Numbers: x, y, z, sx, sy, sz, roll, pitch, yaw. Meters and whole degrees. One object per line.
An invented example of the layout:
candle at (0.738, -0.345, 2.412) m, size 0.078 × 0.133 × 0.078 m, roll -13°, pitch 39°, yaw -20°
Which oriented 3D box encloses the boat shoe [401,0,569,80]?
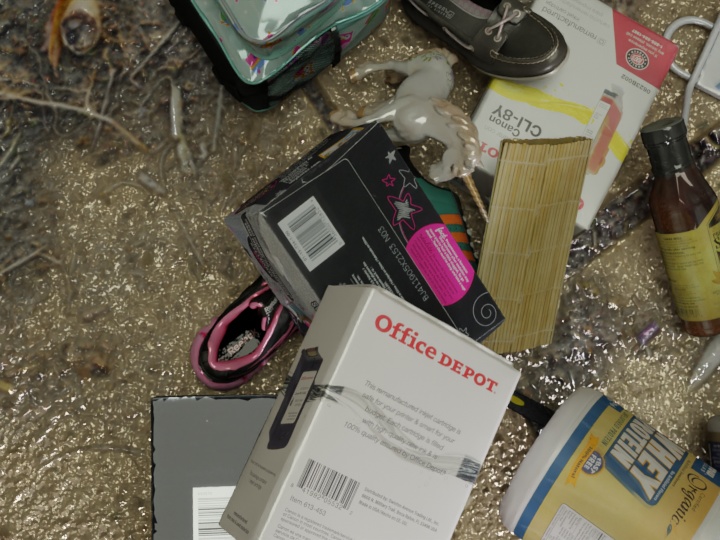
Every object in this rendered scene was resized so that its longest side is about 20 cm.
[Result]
boat shoe at (0.102, -0.231, 0.989) m, size 0.067 × 0.057 × 0.199 m, roll -51°, pitch 51°, yaw -3°

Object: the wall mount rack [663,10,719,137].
wall mount rack at (0.380, -0.169, 1.052) m, size 0.198 × 0.075 × 0.175 m, roll 26°, pitch 83°, yaw -1°

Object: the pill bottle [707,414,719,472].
pill bottle at (0.378, 0.231, 0.985) m, size 0.109 × 0.111 × 0.203 m, roll -2°, pitch 83°, yaw -6°

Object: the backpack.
backpack at (-0.063, -0.272, 0.987) m, size 0.199 × 0.153 × 0.177 m, roll -32°, pitch 82°, yaw -14°

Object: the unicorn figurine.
unicorn figurine at (0.047, -0.139, 0.967) m, size 0.136 × 0.074 × 0.202 m, roll -5°, pitch 55°, yaw 21°

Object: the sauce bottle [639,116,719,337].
sauce bottle at (0.304, -0.040, 1.007) m, size 0.065 × 0.066 × 0.202 m, roll -22°, pitch 106°, yaw -8°

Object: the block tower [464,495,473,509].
block tower at (0.008, 0.157, 0.987) m, size 0.200 × 0.054 × 0.058 m, roll 44°, pitch 81°, yaw 1°

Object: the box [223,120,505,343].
box at (0.000, 0.000, 0.907) m, size 0.132 × 0.115 × 0.201 m, roll -39°, pitch 103°, yaw -18°

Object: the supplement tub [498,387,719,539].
supplement tub at (0.233, 0.210, 0.923) m, size 0.199 × 0.145 × 0.145 m, roll 34°, pitch 81°, yaw 18°

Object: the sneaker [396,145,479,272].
sneaker at (0.077, -0.029, 1.007) m, size 0.080 × 0.071 × 0.201 m, roll -44°, pitch 101°, yaw -30°

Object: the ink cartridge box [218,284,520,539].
ink cartridge box at (0.008, 0.130, 0.802) m, size 0.144 × 0.084 × 0.202 m, roll 29°, pitch 80°, yaw -22°

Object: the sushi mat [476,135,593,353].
sushi mat at (0.146, -0.019, 0.959) m, size 0.095 × 0.012 × 0.203 m, roll -4°, pitch 114°, yaw -27°

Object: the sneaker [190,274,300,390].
sneaker at (-0.072, 0.027, 0.975) m, size 0.079 × 0.095 × 0.200 m, roll 42°, pitch 80°, yaw 3°

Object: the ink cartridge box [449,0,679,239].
ink cartridge box at (0.186, -0.148, 1.026) m, size 0.144 × 0.083 × 0.202 m, roll 29°, pitch 82°, yaw -1°

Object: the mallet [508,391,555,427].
mallet at (0.124, 0.100, 1.017) m, size 0.198 × 0.041 × 0.067 m, roll 21°, pitch 79°, yaw -8°

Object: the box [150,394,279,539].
box at (-0.116, 0.205, 0.904) m, size 0.103 × 0.182 × 0.203 m, roll -1°, pitch 82°, yaw -5°
